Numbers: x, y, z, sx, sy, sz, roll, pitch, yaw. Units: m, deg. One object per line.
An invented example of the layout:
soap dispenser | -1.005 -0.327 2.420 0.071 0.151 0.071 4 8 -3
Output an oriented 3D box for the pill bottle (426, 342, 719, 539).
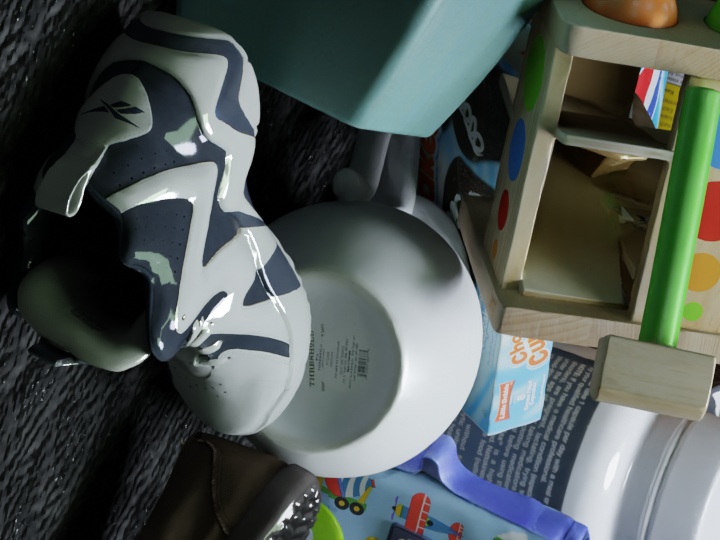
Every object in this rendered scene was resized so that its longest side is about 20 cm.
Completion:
pill bottle | 0.103 0.096 1.364 0.120 0.199 0.120 -52 153 -42

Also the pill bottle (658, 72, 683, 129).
pill bottle | 0.206 -0.073 1.616 0.113 0.112 0.201 -15 121 -67

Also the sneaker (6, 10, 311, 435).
sneaker | -0.084 0.015 0.972 0.130 0.079 0.200 -52 153 -40

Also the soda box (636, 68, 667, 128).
soda box | 0.139 -0.114 1.467 0.064 0.068 0.201 -44 147 -53

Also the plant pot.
plant pot | 0.017 -0.162 1.001 0.201 0.141 0.141 -66 161 8

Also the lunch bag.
lunch bag | 0.036 0.153 1.284 0.094 0.150 0.201 -53 159 -40

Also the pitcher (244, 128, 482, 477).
pitcher | 0.000 0.000 1.155 0.200 0.120 0.173 -34 123 -76

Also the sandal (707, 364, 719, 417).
sandal | 0.139 0.060 1.461 0.076 0.200 0.043 -21 116 -31

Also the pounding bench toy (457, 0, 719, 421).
pounding bench toy | 0.128 -0.046 1.063 0.200 0.123 0.157 -102 -158 -66

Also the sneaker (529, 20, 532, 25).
sneaker | 0.100 -0.145 1.228 0.076 0.090 0.200 -54 162 -32

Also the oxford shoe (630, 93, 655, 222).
oxford shoe | 0.141 -0.031 1.291 0.073 0.084 0.200 -49 -155 27

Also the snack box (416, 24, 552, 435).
snack box | 0.057 -0.033 1.251 0.037 0.116 0.201 -13 127 -28

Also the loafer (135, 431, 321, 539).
loafer | -0.100 0.153 1.077 0.200 0.071 0.073 -50 163 -9

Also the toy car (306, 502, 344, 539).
toy car | -0.056 0.236 1.170 0.200 0.157 0.165 -43 159 -32
